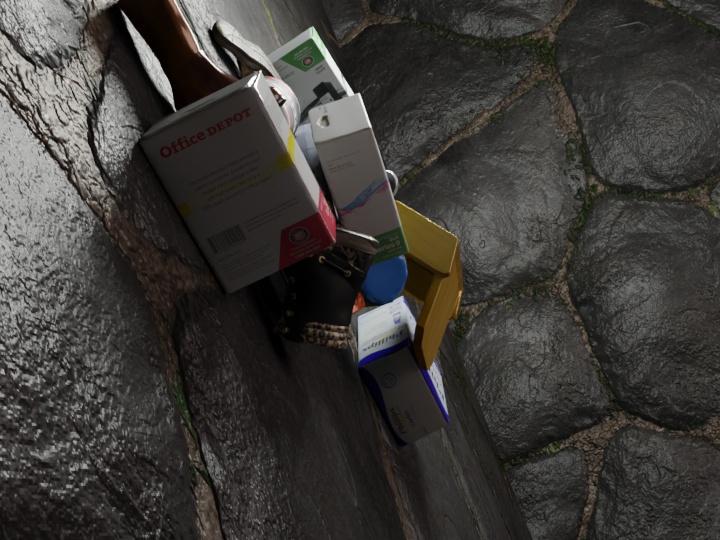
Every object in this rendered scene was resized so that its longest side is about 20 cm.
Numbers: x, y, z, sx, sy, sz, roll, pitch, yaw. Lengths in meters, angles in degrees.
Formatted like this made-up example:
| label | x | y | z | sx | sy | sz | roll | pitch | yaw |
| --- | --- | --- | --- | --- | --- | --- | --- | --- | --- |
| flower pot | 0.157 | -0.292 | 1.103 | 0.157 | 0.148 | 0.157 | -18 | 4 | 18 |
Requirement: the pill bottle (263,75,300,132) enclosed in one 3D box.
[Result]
| label | x | y | z | sx | sy | sz | roll | pitch | yaw |
| --- | --- | --- | --- | --- | --- | --- | --- | --- | --- |
| pill bottle | -0.149 | -0.228 | 1.342 | 0.200 | 0.112 | 0.115 | -81 | 146 | -73 |

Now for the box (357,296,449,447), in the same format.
| label | x | y | z | sx | sy | sz | roll | pitch | yaw |
| --- | --- | --- | --- | --- | --- | --- | --- | --- | --- |
| box | 0.077 | 0.181 | 1.663 | 0.201 | 0.104 | 0.186 | -91 | 155 | -66 |

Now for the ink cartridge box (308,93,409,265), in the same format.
| label | x | y | z | sx | sy | sz | roll | pitch | yaw |
| --- | --- | --- | --- | --- | --- | --- | --- | --- | --- |
| ink cartridge box | -0.004 | -0.128 | 1.287 | 0.146 | 0.086 | 0.202 | -105 | 175 | -61 |

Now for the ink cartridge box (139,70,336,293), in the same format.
| label | x | y | z | sx | sy | sz | roll | pitch | yaw |
| --- | --- | --- | --- | --- | --- | --- | --- | --- | --- |
| ink cartridge box | -0.132 | -0.100 | 1.020 | 0.084 | 0.143 | 0.202 | -90 | 155 | -66 |

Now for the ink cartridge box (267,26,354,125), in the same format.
| label | x | y | z | sx | sy | sz | roll | pitch | yaw |
| --- | --- | --- | --- | --- | --- | --- | --- | --- | --- |
| ink cartridge box | -0.098 | -0.341 | 1.756 | 0.201 | 0.145 | 0.083 | 54 | 13 | -27 |

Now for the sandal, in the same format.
| label | x | y | z | sx | sy | sz | roll | pitch | yaw |
| --- | --- | --- | --- | --- | --- | --- | --- | --- | --- |
| sandal | -0.200 | -0.365 | 1.601 | 0.199 | 0.054 | 0.082 | 30 | 28 | -51 |

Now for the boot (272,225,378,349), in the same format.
| label | x | y | z | sx | sy | sz | roll | pitch | yaw |
| --- | --- | --- | --- | --- | --- | --- | --- | --- | --- |
| boot | -0.086 | 0.008 | 1.144 | 0.073 | 0.197 | 0.153 | -113 | -144 | -83 |

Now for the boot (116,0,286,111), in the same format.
| label | x | y | z | sx | sy | sz | roll | pitch | yaw |
| --- | --- | --- | --- | --- | --- | --- | --- | --- | --- |
| boot | -0.188 | -0.259 | 1.070 | 0.187 | 0.068 | 0.202 | 6 | -52 | 53 |

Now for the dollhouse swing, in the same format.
| label | x | y | z | sx | sy | sz | roll | pitch | yaw |
| --- | --- | --- | --- | --- | --- | --- | --- | --- | --- |
| dollhouse swing | 0.083 | 0.033 | 1.522 | 0.180 | 0.177 | 0.201 | 32 | -15 | 20 |

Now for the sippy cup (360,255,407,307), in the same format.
| label | x | y | z | sx | sy | sz | roll | pitch | yaw |
| --- | --- | --- | --- | --- | --- | --- | --- | --- | --- |
| sippy cup | 0.000 | 0.000 | 1.399 | 0.130 | 0.138 | 0.181 | 7 | -81 | 55 |

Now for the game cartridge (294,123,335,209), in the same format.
| label | x | y | z | sx | sy | sz | roll | pitch | yaw |
| --- | --- | --- | --- | --- | --- | --- | --- | --- | --- |
| game cartridge | -0.070 | -0.152 | 1.413 | 0.201 | 0.040 | 0.135 | -103 | 174 | -62 |

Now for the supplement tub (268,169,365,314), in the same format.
| label | x | y | z | sx | sy | sz | roll | pitch | yaw |
| --- | --- | --- | --- | --- | --- | --- | --- | --- | --- |
| supplement tub | -0.076 | -0.024 | 1.235 | 0.123 | 0.121 | 0.202 | -52 | 118 | -80 |

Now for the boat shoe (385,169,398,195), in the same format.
| label | x | y | z | sx | sy | sz | roll | pitch | yaw |
| --- | --- | --- | --- | --- | --- | --- | --- | --- | --- |
| boat shoe | -0.024 | -0.095 | 1.475 | 0.069 | 0.199 | 0.057 | 51 | 12 | 9 |
